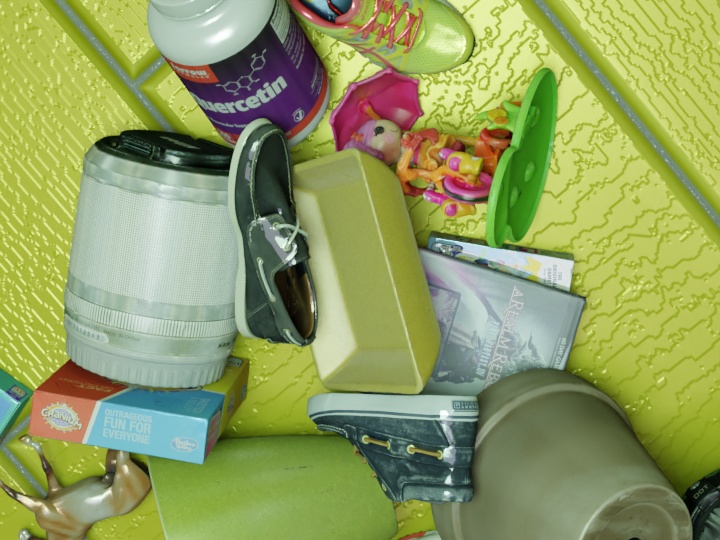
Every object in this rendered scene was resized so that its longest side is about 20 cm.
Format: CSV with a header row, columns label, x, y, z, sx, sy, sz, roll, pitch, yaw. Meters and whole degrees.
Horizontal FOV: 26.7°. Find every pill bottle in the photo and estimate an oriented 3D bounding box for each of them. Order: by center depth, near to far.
label,x,y,z,sx,sy,sz,roll,pitch,yaw
pill bottle,-0.106,-0.192,1.272,0.111,0.200,0.113,-10,59,17

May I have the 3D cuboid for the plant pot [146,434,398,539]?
label,x,y,z,sx,sy,sz,roll,pitch,yaw
plant pot,-0.073,0.225,1.377,0.198,0.187,0.189,-16,99,-6

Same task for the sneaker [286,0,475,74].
label,x,y,z,sx,sy,sz,roll,pitch,yaw
sneaker,0.007,-0.220,1.311,0.198,0.090,0.079,19,100,-8

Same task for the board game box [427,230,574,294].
label,x,y,z,sx,sy,sz,roll,pitch,yaw
board game box,0.113,0.074,1.389,0.133,0.034,0.202,9,102,4

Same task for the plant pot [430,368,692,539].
label,x,y,z,sx,sy,sz,roll,pitch,yaw
plant pot,0.185,0.205,1.287,0.198,0.173,0.202,-8,109,-24

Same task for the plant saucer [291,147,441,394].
label,x,y,z,sx,sy,sz,roll,pitch,yaw
plant saucer,0.000,0.000,1.282,0.048,0.200,0.202,-16,94,-25

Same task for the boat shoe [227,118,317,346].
label,x,y,z,sx,sy,sz,roll,pitch,yaw
boat shoe,-0.068,-0.030,1.284,0.067,0.072,0.202,16,119,35

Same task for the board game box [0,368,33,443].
label,x,y,z,sx,sy,sz,roll,pitch,yaw
board game box,-0.437,0.124,1.453,0.199,0.045,0.153,36,102,-1

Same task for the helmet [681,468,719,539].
label,x,y,z,sx,sy,sz,roll,pitch,yaw
helmet,0.358,0.266,1.322,0.198,0.191,0.202,-4,73,14

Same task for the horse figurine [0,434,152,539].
label,x,y,z,sx,sy,sz,roll,pitch,yaw
horse figurine,-0.258,0.199,1.442,0.199,0.050,0.133,-28,109,4

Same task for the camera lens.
label,x,y,z,sx,sy,sz,roll,pitch,yaw
camera lens,-0.175,-0.015,1.339,0.158,0.160,0.202,12,102,4

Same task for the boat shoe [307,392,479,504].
label,x,y,z,sx,sy,sz,roll,pitch,yaw
boat shoe,0.021,0.152,1.304,0.070,0.199,0.092,7,83,-39

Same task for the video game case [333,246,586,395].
label,x,y,z,sx,sy,sz,roll,pitch,yaw
video game case,0.087,0.063,1.363,0.198,0.019,0.144,17,102,4

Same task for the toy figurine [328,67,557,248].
label,x,y,z,sx,sy,sz,roll,pitch,yaw
toy figurine,0.056,-0.104,1.300,0.182,0.200,0.151,12,123,17

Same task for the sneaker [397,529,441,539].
label,x,y,z,sx,sy,sz,roll,pitch,yaw
sneaker,0.107,0.258,1.395,0.199,0.093,0.071,-26,97,11

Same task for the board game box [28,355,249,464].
label,x,y,z,sx,sy,sz,roll,pitch,yaw
board game box,-0.189,0.110,1.345,0.151,0.200,0.041,9,102,4
